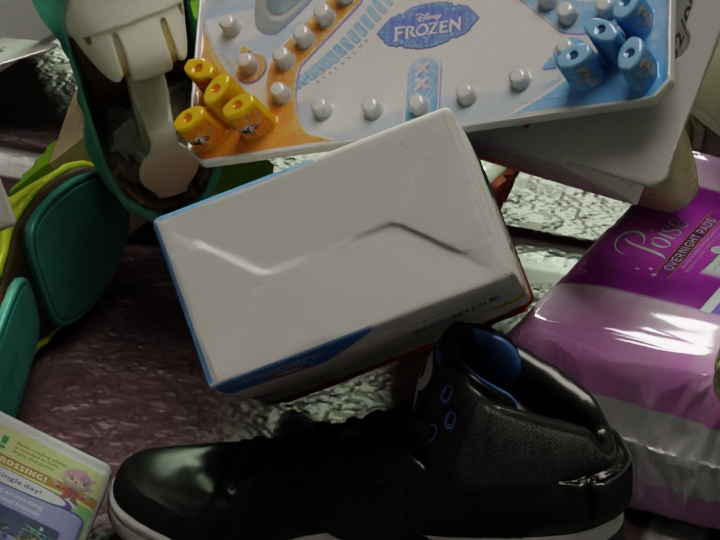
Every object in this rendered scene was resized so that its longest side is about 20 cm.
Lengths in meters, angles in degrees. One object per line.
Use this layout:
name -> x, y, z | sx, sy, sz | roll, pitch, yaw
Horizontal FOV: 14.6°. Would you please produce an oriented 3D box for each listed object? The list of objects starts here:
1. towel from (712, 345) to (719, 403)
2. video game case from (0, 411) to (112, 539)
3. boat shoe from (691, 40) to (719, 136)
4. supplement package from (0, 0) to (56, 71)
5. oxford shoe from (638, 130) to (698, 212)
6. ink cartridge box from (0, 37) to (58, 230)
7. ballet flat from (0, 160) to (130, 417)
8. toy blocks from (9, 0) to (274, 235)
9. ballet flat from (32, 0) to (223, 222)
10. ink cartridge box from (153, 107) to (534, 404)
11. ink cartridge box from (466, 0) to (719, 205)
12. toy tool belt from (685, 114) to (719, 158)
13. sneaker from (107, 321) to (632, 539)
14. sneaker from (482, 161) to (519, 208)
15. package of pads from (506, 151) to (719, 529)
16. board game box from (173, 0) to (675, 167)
towel -> 0.185, 0.046, 1.080 | 0.036, 0.149, 0.200 | 7, 28, 29
video game case -> -0.201, 0.086, 0.996 | 0.200, 0.022, 0.182 | 27, 34, -6
boat shoe -> 0.170, -0.099, 1.218 | 0.060, 0.072, 0.202 | -21, 55, -23
supplement package -> -0.127, -0.198, 1.363 | 0.200, 0.121, 0.120 | -28, 13, 13
oxford shoe -> 0.096, -0.075, 1.243 | 0.075, 0.070, 0.200 | 44, 11, -22
ink cartridge box -> -0.215, -0.031, 1.143 | 0.200, 0.067, 0.117 | -23, 12, -15
ballet flat -> -0.156, 0.010, 1.173 | 0.067, 0.067, 0.200 | -2, 29, 16
toy blocks -> -0.063, -0.105, 1.300 | 0.100, 0.200, 0.137 | 46, 22, -19
ballet flat -> -0.090, -0.090, 1.147 | 0.067, 0.200, 0.070 | -25, 53, -10
ink cartridge box -> 0.000, 0.000, 1.075 | 0.116, 0.067, 0.200 | -21, -6, 4
ink cartridge box -> 0.069, -0.100, 1.124 | 0.200, 0.115, 0.068 | 19, -3, 35
toy tool belt -> 0.221, -0.071, 1.336 | 0.200, 0.123, 0.125 | -5, 1, -43
sneaker -> 0.005, 0.064, 1.052 | 0.200, 0.112, 0.073 | 10, 30, 8
sneaker -> 0.023, -0.050, 1.272 | 0.082, 0.078, 0.200 | 26, 21, -9
package of pads -> 0.144, 0.027, 1.171 | 0.120, 0.076, 0.200 | 17, 32, 21
board game box -> 0.024, -0.147, 1.098 | 0.200, 0.026, 0.200 | -7, 66, 23
